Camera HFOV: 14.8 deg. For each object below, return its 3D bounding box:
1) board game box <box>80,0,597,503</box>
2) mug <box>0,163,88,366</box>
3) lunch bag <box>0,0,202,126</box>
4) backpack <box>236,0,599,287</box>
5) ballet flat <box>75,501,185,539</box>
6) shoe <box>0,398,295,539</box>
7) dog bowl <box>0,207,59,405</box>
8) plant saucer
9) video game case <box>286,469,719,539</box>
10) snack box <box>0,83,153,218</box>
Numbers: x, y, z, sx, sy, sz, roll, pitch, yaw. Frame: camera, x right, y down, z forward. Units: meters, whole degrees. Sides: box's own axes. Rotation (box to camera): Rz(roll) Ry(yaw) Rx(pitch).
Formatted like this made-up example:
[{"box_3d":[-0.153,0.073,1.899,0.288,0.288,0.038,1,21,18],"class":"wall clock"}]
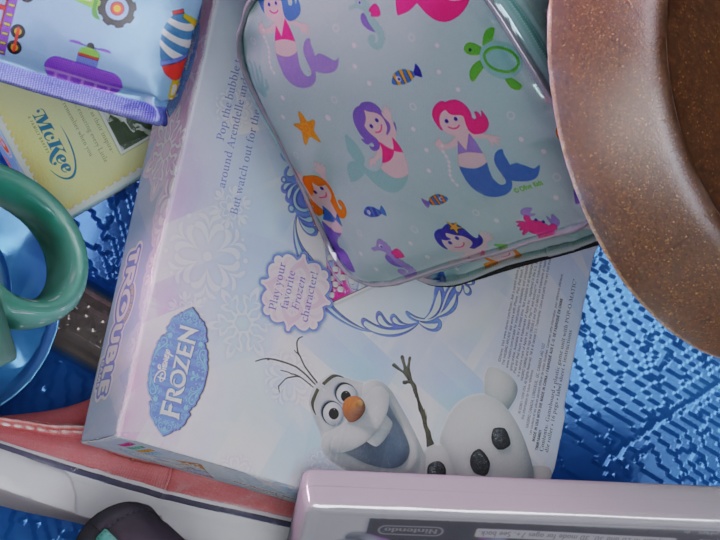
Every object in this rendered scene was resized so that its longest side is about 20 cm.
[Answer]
[{"box_3d":[0.000,0.000,1.153,0.199,0.043,0.200,19,76,-26],"class":"board game box"},{"box_3d":[-0.214,0.002,1.074,0.152,0.185,0.115,-18,92,25],"class":"mug"},{"box_3d":[-0.153,-0.157,1.073,0.200,0.094,0.151,15,97,-10],"class":"lunch bag"},{"box_3d":[0.043,-0.099,1.055,0.151,0.177,0.200,-32,102,-47],"class":"backpack"},{"box_3d":[-0.091,0.142,1.136,0.073,0.200,0.073,1,68,-2],"class":"ballet flat"},{"box_3d":[-0.089,0.065,1.165,0.200,0.071,0.091,16,80,-25],"class":"shoe"},{"box_3d":[-0.227,0.013,1.162,0.200,0.050,0.112,-8,96,-9],"class":"dog bowl"},{"box_3d":[0.144,-0.068,1.001,0.200,0.034,0.201,10,76,-44],"class":"plant saucer"},{"box_3d":[0.061,0.148,1.171,0.200,0.182,0.023,3,50,-9],"class":"video game case"},{"box_3d":[-0.127,-0.132,1.146,0.116,0.037,0.200,-31,112,-12],"class":"snack box"}]
